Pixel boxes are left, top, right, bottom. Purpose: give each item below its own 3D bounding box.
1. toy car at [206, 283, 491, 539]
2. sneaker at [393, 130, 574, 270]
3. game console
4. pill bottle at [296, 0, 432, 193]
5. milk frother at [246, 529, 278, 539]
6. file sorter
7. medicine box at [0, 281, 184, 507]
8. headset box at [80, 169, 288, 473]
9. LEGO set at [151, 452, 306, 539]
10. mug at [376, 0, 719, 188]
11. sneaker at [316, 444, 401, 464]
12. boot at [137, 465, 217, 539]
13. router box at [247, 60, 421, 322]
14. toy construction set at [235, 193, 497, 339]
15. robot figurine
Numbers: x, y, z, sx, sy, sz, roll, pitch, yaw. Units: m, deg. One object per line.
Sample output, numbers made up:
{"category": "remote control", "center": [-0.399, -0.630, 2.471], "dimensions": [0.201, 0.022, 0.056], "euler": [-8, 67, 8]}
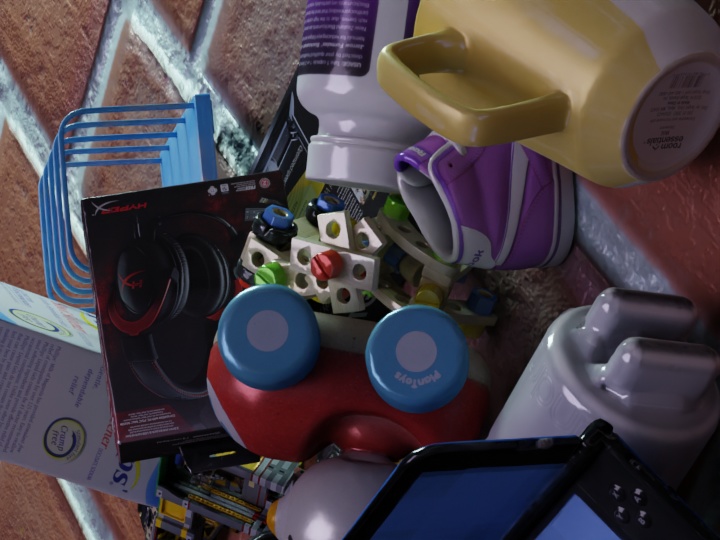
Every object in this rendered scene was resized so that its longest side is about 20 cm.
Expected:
{"category": "toy car", "center": [-0.017, 0.131, 1.352], "dimensions": [0.184, 0.176, 0.201], "euler": [82, -164, -76]}
{"category": "sneaker", "center": [0.074, -0.101, 1.400], "dimensions": [0.073, 0.114, 0.202], "euler": [-20, 74, 58]}
{"category": "game console", "center": [0.083, 0.181, 1.226], "dimensions": [0.171, 0.118, 0.200], "euler": [45, 139, 11]}
{"category": "pill bottle", "center": [0.017, -0.155, 1.466], "dimensions": [0.111, 0.111, 0.201], "euler": [6, 88, 58]}
{"category": "milk frother", "center": [0.025, 0.237, 1.413], "dimensions": [0.188, 0.199, 0.181], "euler": [-32, 66, 54]}
{"category": "file sorter", "center": [-0.187, -0.047, 1.766], "dimensions": [0.200, 0.122, 0.140], "euler": [140, 126, -74]}
{"category": "medicine box", "center": [-0.243, 0.087, 1.715], "dimensions": [0.103, 0.199, 0.182], "euler": [-68, 22, 5]}
{"category": "headset box", "center": [-0.111, 0.043, 1.559], "dimensions": [0.075, 0.148, 0.201], "euler": [108, 153, -73]}
{"category": "LEGO set", "center": [-0.079, 0.167, 1.655], "dimensions": [0.115, 0.154, 0.201], "euler": [21, 119, 12]}
{"category": "mug", "center": [0.121, -0.113, 1.281], "dimensions": [0.153, 0.186, 0.150], "euler": [42, 169, 38]}
{"category": "sneaker", "center": [0.016, 0.135, 1.552], "dimensions": [0.200, 0.089, 0.070], "euler": [108, 166, -74]}
{"category": "boot", "center": [-0.154, 0.131, 1.821], "dimensions": [0.154, 0.073, 0.204], "euler": [58, 138, 42]}
{"category": "router box", "center": [-0.024, -0.039, 1.618], "dimensions": [0.158, 0.052, 0.200], "euler": [62, 140, 35]}
{"category": "toy construction set", "center": [0.000, 0.000, 1.430], "dimensions": [0.131, 0.200, 0.092], "euler": [33, 101, 24]}
{"category": "robot figurine", "center": [0.138, 0.101, 1.306], "dimensions": [0.170, 0.112, 0.201], "euler": [-104, 31, -47]}
